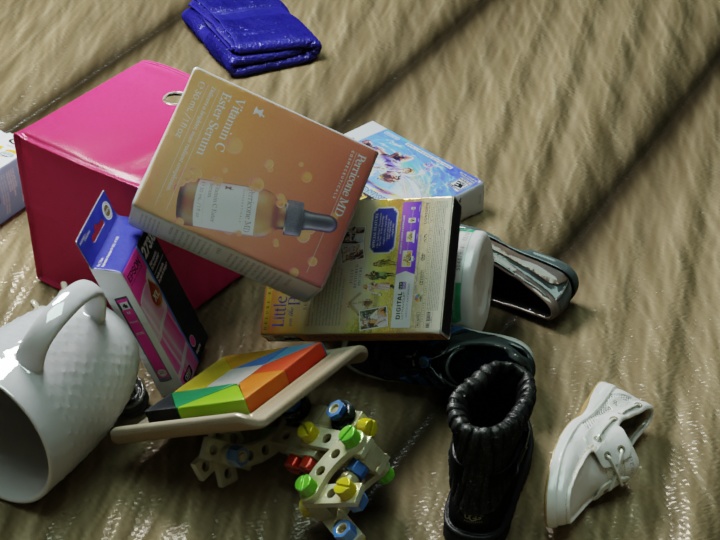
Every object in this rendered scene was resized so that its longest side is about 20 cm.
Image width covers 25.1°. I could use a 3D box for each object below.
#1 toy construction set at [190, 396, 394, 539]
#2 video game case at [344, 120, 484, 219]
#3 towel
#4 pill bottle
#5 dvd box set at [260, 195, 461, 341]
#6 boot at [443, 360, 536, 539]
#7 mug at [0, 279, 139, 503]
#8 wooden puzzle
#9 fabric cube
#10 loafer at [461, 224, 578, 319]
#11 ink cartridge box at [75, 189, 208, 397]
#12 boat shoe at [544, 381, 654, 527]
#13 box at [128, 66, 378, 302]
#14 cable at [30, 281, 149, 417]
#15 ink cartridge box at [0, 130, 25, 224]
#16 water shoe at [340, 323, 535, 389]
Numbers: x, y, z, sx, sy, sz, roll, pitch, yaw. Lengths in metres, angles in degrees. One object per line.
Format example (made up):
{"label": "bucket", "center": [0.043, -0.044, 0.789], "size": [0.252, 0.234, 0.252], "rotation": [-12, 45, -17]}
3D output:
{"label": "toy construction set", "center": [-0.054, 0.179, 1.501], "size": [0.199, 0.092, 0.132], "rotation": [14, 62, 33]}
{"label": "video game case", "center": [0.015, -0.096, 1.926], "size": [0.181, 0.046, 0.200], "rotation": [-29, 43, -33]}
{"label": "towel", "center": [-0.155, -0.346, 2.290], "size": [0.147, 0.050, 0.200], "rotation": [-16, 37, -19]}
{"label": "pill bottle", "center": [0.034, 0.006, 1.712], "size": [0.199, 0.114, 0.113], "rotation": [5, 35, 15]}
{"label": "dvd box set", "center": [0.000, 0.000, 1.639], "size": [0.199, 0.029, 0.147], "rotation": [-2, 70, 22]}
{"label": "boot", "center": [0.121, 0.138, 1.483], "size": [0.079, 0.159, 0.212], "rotation": [4, 34, 6]}
{"label": "mug", "center": [-0.290, 0.093, 1.525], "size": [0.147, 0.201, 0.175], "rotation": [33, 42, 12]}
{"label": "wooden puzzle", "center": [-0.116, 0.112, 1.543], "size": [0.184, 0.037, 0.200], "rotation": [-11, 11, 37]}
{"label": "fabric cube", "center": [-0.233, -0.084, 1.778], "size": [0.196, 0.201, 0.199], "rotation": [25, 43, 31]}
{"label": "loafer", "center": [0.136, 0.002, 1.764], "size": [0.199, 0.072, 0.063], "rotation": [15, 43, 19]}
{"label": "ink cartridge box", "center": [-0.217, 0.022, 1.627], "size": [0.037, 0.201, 0.095], "rotation": [-15, 31, 21]}
{"label": "boat shoe", "center": [0.226, 0.172, 1.509], "size": [0.069, 0.071, 0.200], "rotation": [13, 36, 22]}
{"label": "box", "center": [-0.106, -0.081, 1.585], "size": [0.199, 0.106, 0.153], "rotation": [23, 78, -6]}
{"label": "cable", "center": [-0.290, 0.083, 1.669], "size": [0.097, 0.051, 0.200], "rotation": [-20, 39, -18]}
{"label": "ink cartridge box", "center": [-0.471, -0.110, 1.931], "size": [0.136, 0.077, 0.200], "rotation": [19, 41, 25]}
{"label": "water shoe", "center": [0.077, 0.082, 1.621], "size": [0.199, 0.072, 0.079], "rotation": [4, 2, 6]}
